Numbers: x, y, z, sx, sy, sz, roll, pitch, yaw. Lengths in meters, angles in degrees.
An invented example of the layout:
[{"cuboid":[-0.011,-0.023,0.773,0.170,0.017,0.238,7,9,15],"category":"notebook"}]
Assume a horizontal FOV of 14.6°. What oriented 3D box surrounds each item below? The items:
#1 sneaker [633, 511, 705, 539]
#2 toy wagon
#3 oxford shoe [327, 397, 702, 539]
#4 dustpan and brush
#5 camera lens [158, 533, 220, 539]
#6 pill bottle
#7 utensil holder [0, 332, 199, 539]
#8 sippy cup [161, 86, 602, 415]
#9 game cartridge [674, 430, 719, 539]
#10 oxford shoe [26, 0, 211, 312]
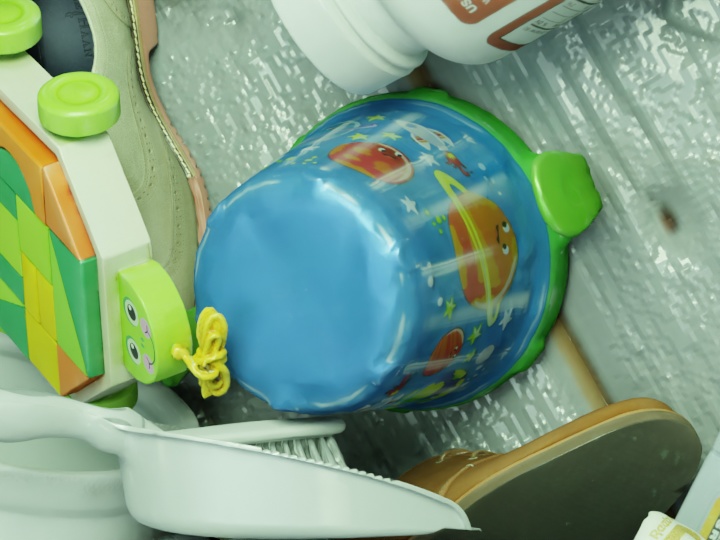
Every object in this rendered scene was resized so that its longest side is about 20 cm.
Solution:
[{"cuboid":[0.158,0.130,1.083,0.200,0.074,0.116,-42,84,24],"category":"sneaker"},{"cuboid":[-0.117,-0.012,1.135,0.200,0.039,0.156,44,145,43],"category":"toy wagon"},{"cuboid":[0.050,0.096,1.163,0.200,0.071,0.071,-31,130,24],"category":"oxford shoe"},{"cuboid":[-0.070,0.071,1.092,0.139,0.199,0.057,6,96,63],"category":"dustpan and brush"},{"cuboid":[-0.097,0.210,1.090,0.200,0.160,0.160,-32,84,-10],"category":"camera lens"},{"cuboid":[0.062,-0.151,1.095,0.200,0.112,0.112,-28,87,24],"category":"pill bottle"},{"cuboid":[-0.173,0.142,1.215,0.170,0.170,0.201,21,107,19],"category":"utensil holder"},{"cuboid":[0.000,0.000,1.137,0.140,0.130,0.178,37,111,15],"category":"sippy cup"},{"cuboid":[0.176,0.151,1.136,0.133,0.042,0.200,31,109,21],"category":"game cartridge"},{"cuboid":[-0.118,-0.052,1.210,0.071,0.074,0.201,-15,92,25],"category":"oxford shoe"}]
